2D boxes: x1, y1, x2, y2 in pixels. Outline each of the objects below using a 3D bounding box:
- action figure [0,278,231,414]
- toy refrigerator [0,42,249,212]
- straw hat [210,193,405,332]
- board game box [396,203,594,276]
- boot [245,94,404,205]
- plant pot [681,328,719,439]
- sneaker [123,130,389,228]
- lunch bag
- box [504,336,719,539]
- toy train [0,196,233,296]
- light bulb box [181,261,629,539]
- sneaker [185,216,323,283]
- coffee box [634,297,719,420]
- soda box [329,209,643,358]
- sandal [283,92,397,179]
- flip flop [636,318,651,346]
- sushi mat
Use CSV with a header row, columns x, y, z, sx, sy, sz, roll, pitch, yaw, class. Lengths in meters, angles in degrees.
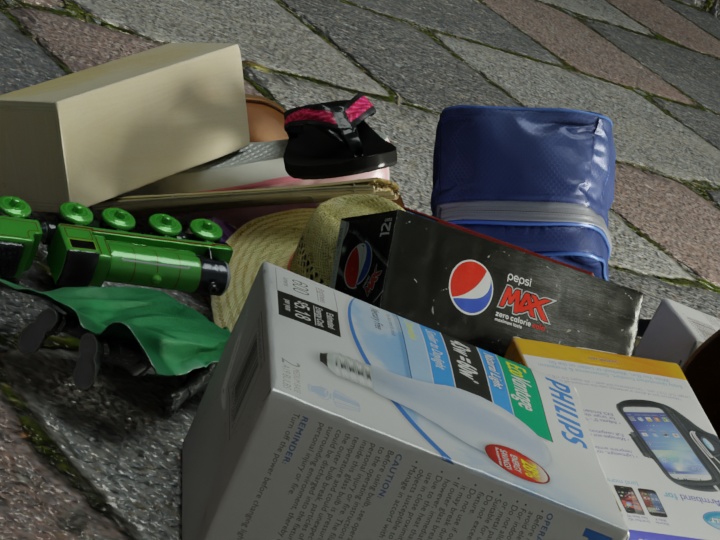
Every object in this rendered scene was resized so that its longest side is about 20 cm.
x,y,z,sx,sy,sz,roll,pitch,yaw,class
-0.122,0.044,1.420,0.118,0.055,0.200,32,10,23,action figure
-0.164,-0.100,1.657,0.070,0.076,0.200,4,18,34,toy refrigerator
0.000,0.000,1.550,0.200,0.085,0.202,10,42,-9,straw hat
0.086,0.003,1.673,0.199,0.019,0.103,20,-18,31,board game box
-0.040,-0.060,1.845,0.199,0.074,0.155,11,26,-35,boot
0.325,0.144,1.618,0.200,0.187,0.187,28,11,-40,plant pot
-0.074,-0.039,1.743,0.199,0.105,0.075,-6,20,-3,sneaker
0.125,-0.039,1.847,0.135,0.133,0.200,3,-10,9,lunch bag
0.161,0.120,1.411,0.119,0.042,0.200,10,33,-22,box
-0.168,-0.013,1.508,0.199,0.042,0.056,7,32,-26,toy train
0.017,0.114,1.287,0.199,0.125,0.198,22,17,-11,light bulb box
-0.025,-0.002,1.660,0.199,0.084,0.081,19,17,-22,sneaker
0.284,0.114,1.722,0.199,0.115,0.080,21,16,-20,coffee box
0.078,0.022,1.500,0.199,0.071,0.063,18,-14,-32,soda box
-0.022,-0.102,1.681,0.075,0.045,0.200,-8,18,-7,sandal
0.230,0.073,1.882,0.199,0.058,0.081,9,13,-1,flip flop
-0.075,-0.049,1.640,0.199,0.012,0.096,-3,-3,13,sushi mat
